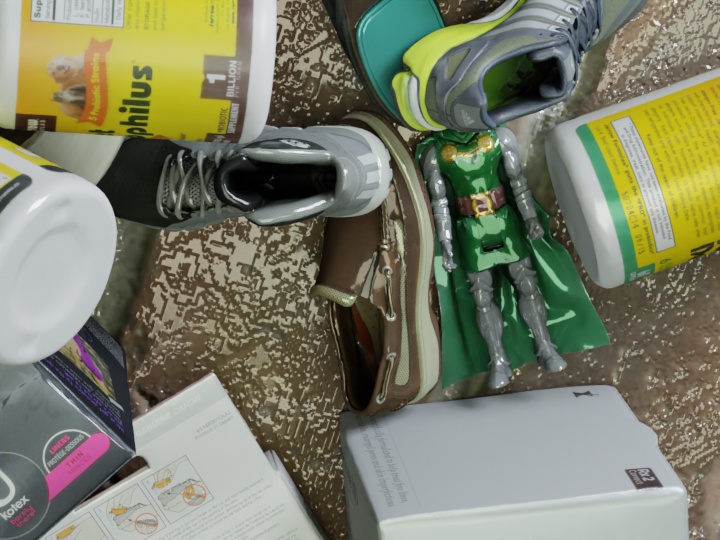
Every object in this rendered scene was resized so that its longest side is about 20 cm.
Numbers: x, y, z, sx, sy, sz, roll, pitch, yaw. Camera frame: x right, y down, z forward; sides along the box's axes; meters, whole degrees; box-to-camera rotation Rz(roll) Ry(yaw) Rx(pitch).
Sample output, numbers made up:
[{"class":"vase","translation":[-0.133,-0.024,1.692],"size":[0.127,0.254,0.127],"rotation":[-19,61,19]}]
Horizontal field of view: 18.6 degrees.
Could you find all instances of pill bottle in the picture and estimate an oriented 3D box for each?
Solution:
[{"class":"pill bottle","translation":[0.230,-0.071,1.429],"size":[0.199,0.113,0.113],"rotation":[-20,108,-2]},{"class":"pill bottle","translation":[-0.153,-0.134,1.284],"size":[0.199,0.109,0.110],"rotation":[3,106,-8]},{"class":"pill bottle","translation":[-0.247,-0.035,1.254],"size":[0.200,0.114,0.115],"rotation":[27,105,28]}]

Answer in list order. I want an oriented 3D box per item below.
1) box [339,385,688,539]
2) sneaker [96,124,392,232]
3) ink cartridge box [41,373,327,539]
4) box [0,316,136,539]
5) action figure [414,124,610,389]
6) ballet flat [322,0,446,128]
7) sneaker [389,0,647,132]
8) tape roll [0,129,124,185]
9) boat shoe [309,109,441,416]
[{"class":"box","translation":[0.097,0.174,1.438],"size":[0.199,0.199,0.131],"rotation":[-5,107,-6]},{"class":"sneaker","translation":[-0.088,-0.060,1.359],"size":[0.199,0.115,0.075],"rotation":[-4,95,17]},{"class":"ink cartridge box","translation":[-0.140,0.181,1.480],"size":[0.199,0.045,0.177],"rotation":[-30,109,1]},{"class":"box","translation":[-0.219,0.084,1.367],"size":[0.122,0.200,0.106],"rotation":[-41,107,6]},{"class":"action figure","translation":[0.085,-0.025,1.457],"size":[0.118,0.055,0.201],"rotation":[-17,104,0]},{"class":"ballet flat","translation":[0.004,-0.180,1.381],"size":[0.068,0.068,0.200],"rotation":[-31,125,-8]},{"class":"sneaker","translation":[0.118,-0.139,1.385],"size":[0.200,0.081,0.074],"rotation":[-36,126,-22]},{"class":"tape roll","translation":[-0.240,-0.123,1.370],"size":[0.201,0.071,0.203],"rotation":[-2,106,-7]},{"class":"boat shoe","translation":[0.004,0.001,1.427],"size":[0.075,0.075,0.203],"rotation":[-26,113,-39]}]
